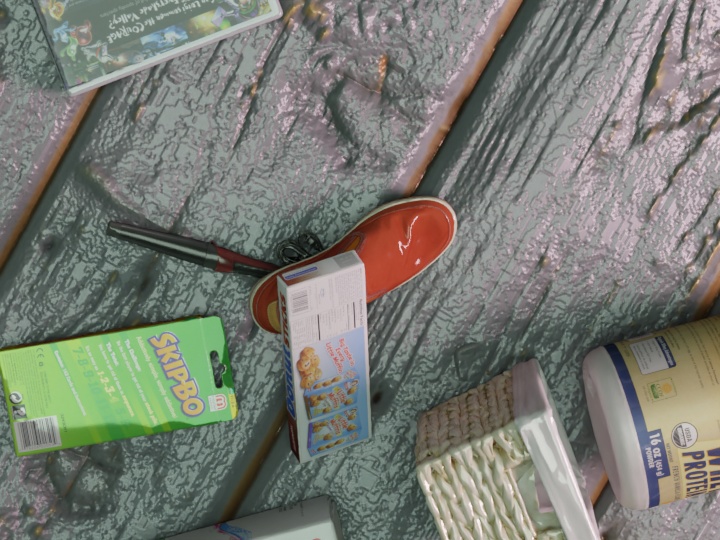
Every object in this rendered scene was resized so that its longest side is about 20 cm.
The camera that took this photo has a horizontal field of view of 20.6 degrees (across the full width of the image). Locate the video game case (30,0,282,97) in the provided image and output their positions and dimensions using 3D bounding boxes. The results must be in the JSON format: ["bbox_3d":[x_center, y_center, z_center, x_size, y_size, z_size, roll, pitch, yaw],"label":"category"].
[{"bbox_3d":[-0.189,-0.268,1.686,0.199,0.023,0.183,-21,98,-1],"label":"video game case"}]

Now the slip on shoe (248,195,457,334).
[{"bbox_3d":[0.000,0.000,1.695,0.199,0.061,0.075,-27,112,-15],"label":"slip on shoe"}]

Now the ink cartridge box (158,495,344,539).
[{"bbox_3d":[-0.101,0.298,1.732,0.198,0.084,0.146,-15,98,-1],"label":"ink cartridge box"}]

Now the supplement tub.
[{"bbox_3d":[0.302,0.114,1.696,0.198,0.144,0.146,-15,98,0],"label":"supplement tub"}]

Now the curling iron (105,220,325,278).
[{"bbox_3d":[-0.122,-0.021,1.718,0.198,0.026,0.050,9,100,-5],"label":"curling iron"}]

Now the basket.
[{"bbox_3d":[0.121,0.174,1.671,0.123,0.200,0.136,-21,98,5],"label":"basket"}]

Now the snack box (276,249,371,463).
[{"bbox_3d":[-0.029,0.076,1.676,0.071,0.024,0.201,-19,132,-19],"label":"snack box"}]

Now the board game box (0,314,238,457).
[{"bbox_3d":[-0.211,0.099,1.731,0.198,0.030,0.096,-9,98,1],"label":"board game box"}]
